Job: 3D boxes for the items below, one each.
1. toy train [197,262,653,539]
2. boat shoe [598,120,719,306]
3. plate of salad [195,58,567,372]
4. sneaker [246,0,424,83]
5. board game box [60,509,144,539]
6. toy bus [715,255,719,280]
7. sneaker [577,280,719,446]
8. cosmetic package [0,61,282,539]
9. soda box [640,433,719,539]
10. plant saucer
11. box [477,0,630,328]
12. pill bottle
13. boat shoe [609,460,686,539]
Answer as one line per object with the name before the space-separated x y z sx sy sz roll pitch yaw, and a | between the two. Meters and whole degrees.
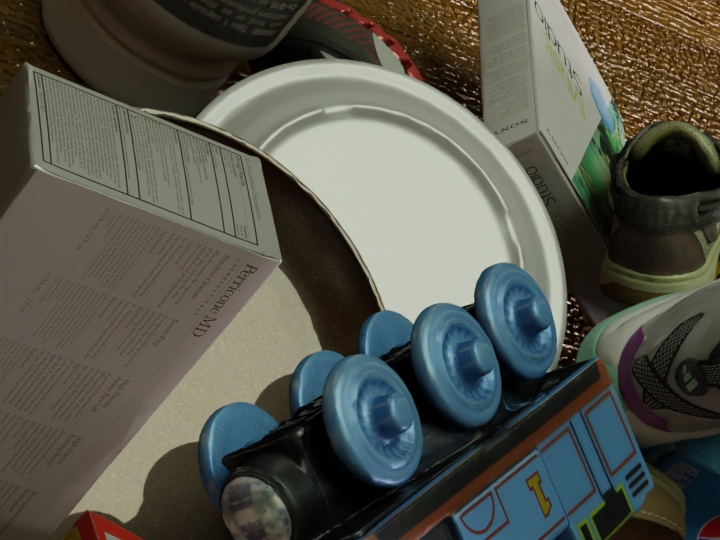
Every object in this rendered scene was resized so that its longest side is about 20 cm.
toy train | 0.026 0.073 0.719 0.200 0.086 0.115 -30 95 -55
boat shoe | 0.162 -0.044 1.032 0.071 0.066 0.201 11 25 9
plate of salad | 0.000 0.000 0.906 0.199 0.048 0.201 10 65 -21
sneaker | 0.002 -0.060 0.991 0.201 0.071 0.098 51 29 12
board game box | -0.022 0.175 0.620 0.151 0.046 0.200 34 12 -32
toy bus | 0.201 0.013 1.085 0.065 0.078 0.200 59 19 -9
sneaker | 0.209 0.026 0.891 0.199 0.140 0.078 -23 94 -34
cosmetic package | -0.114 0.034 0.613 0.082 0.200 0.051 23 35 -30
soda box | 0.202 0.116 1.011 0.199 0.064 0.068 25 35 -28
plant saucer | -0.077 0.036 0.759 0.199 0.032 0.201 11 65 -26
box | 0.111 -0.076 1.120 0.145 0.036 0.200 55 23 -33
pill bottle | -0.057 -0.170 0.933 0.113 0.200 0.113 30 32 -21
boat shoe | 0.058 0.112 0.850 0.199 0.074 0.067 10 46 -28
